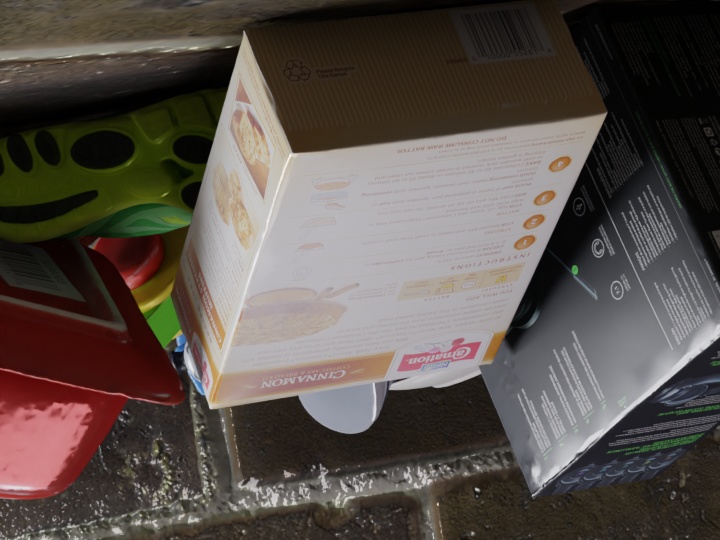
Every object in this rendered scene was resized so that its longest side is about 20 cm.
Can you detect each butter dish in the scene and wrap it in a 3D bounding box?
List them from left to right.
[{"bbox_3d":[-0.211,0.055,1.344,0.199,0.148,0.200,14,-164,-24],"label":"butter dish"}]

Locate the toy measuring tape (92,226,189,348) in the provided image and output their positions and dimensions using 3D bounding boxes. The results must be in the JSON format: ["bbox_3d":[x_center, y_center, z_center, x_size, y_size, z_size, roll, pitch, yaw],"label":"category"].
[{"bbox_3d":[-0.092,-0.023,1.481,0.200,0.074,0.074,-47,-177,-9],"label":"toy measuring tape"}]

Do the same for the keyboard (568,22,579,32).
[{"bbox_3d":[0.043,-0.084,1.374,0.199,0.040,0.104,-26,163,22],"label":"keyboard"}]

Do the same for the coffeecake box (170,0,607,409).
[{"bbox_3d":[0.008,-0.029,1.246,0.153,0.073,0.200,-8,147,-21],"label":"coffeecake box"}]

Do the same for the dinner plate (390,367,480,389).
[{"bbox_3d":[0.099,0.034,1.729,0.199,0.024,0.200,-28,-175,2],"label":"dinner plate"}]

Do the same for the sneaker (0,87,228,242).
[{"bbox_3d":[-0.093,-0.054,1.347,0.199,0.075,0.084,-2,-174,14],"label":"sneaker"}]

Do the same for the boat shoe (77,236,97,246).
[{"bbox_3d":[-0.238,-0.030,1.461,0.201,0.075,0.075,-14,-149,-22],"label":"boat shoe"}]

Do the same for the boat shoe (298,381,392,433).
[{"bbox_3d":[0.000,0.000,1.510,0.073,0.201,0.065,24,-136,14],"label":"boat shoe"}]

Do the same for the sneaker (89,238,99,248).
[{"bbox_3d":[-0.157,-0.033,1.599,0.199,0.074,0.115,-20,-157,-33],"label":"sneaker"}]

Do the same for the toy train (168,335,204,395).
[{"bbox_3d":[-0.064,0.038,1.719,0.114,0.087,0.200,-18,-174,1],"label":"toy train"}]

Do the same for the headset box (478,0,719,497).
[{"bbox_3d":[0.130,-0.005,1.326,0.092,0.175,0.200,-6,152,-35],"label":"headset box"}]
